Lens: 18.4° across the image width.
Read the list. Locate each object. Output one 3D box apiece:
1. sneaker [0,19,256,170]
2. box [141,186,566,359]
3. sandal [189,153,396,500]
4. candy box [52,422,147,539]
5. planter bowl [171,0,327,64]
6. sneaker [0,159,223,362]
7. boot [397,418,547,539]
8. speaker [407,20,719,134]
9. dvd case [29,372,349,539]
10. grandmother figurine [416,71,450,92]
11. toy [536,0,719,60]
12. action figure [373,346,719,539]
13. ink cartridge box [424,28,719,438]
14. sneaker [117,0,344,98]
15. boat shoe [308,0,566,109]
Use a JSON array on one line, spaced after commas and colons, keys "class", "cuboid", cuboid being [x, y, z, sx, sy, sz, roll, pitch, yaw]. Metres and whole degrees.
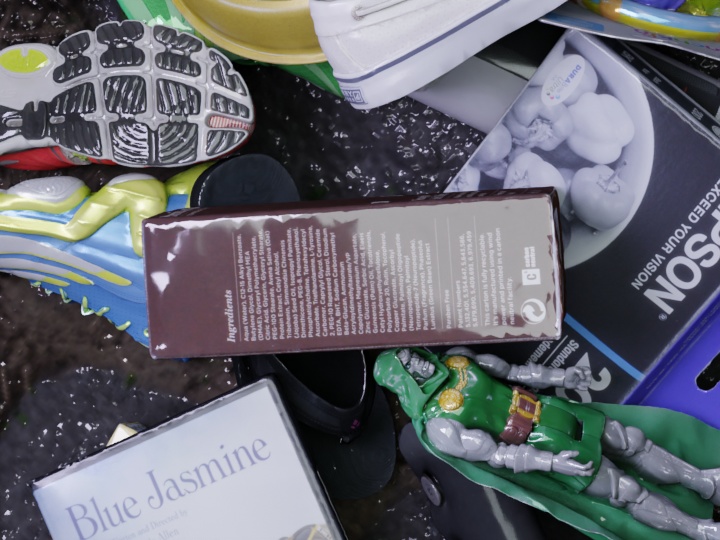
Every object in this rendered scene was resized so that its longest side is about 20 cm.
[{"class": "sneaker", "cuboid": [-0.143, -0.088, 1.193, 0.199, 0.085, 0.078, 3, 83, 19]}, {"class": "box", "cuboid": [0.000, 0.000, 1.090, 0.198, 0.100, 0.076, -5, 94, 6]}, {"class": "sandal", "cuboid": [-0.034, 0.036, 1.171, 0.075, 0.048, 0.201, -29, 106, -20]}, {"class": "candy box", "cuboid": [-0.069, 0.180, 1.186, 0.199, 0.055, 0.116, 30, 89, 4]}, {"class": "planter bowl", "cuboid": [-0.036, -0.212, 1.106, 0.199, 0.083, 0.202, -7, 72, 21]}, {"class": "sneaker", "cuboid": [-0.136, 0.002, 1.196, 0.199, 0.076, 0.106, -9, 85, 1]}, {"class": "boot", "cuboid": [0.090, 0.154, 1.132, 0.065, 0.165, 0.201, -17, 83, -21]}, {"class": "speaker", "cuboid": [0.125, -0.089, 1.189, 0.199, 0.081, 0.082, 26, 87, 5]}, {"class": "dvd case", "cuboid": [-0.068, 0.172, 1.147, 0.142, 0.018, 0.201, -24, 87, 5]}, {"class": "grandmother figurine", "cuboid": [0.057, -0.182, 1.136, 0.121, 0.061, 0.201, 25, 88, 31]}, {"class": "toy", "cuboid": [0.152, -0.153, 1.132, 0.114, 0.200, 0.048, 12, 107, 2]}, {"class": "action figure", "cuboid": [0.097, 0.084, 1.101, 0.199, 0.055, 0.119, 22, 43, -11]}, {"class": "ink cartridge box", "cuboid": [0.133, 0.003, 1.150, 0.200, 0.043, 0.198, 39, 118, 3]}, {"class": "sneaker", "cuboid": [-0.081, -0.137, 1.209, 0.199, 0.074, 0.084, 27, 84, 14]}, {"class": "boat shoe", "cuboid": [0.064, -0.157, 1.058, 0.199, 0.071, 0.070, -32, 112, -6]}]
